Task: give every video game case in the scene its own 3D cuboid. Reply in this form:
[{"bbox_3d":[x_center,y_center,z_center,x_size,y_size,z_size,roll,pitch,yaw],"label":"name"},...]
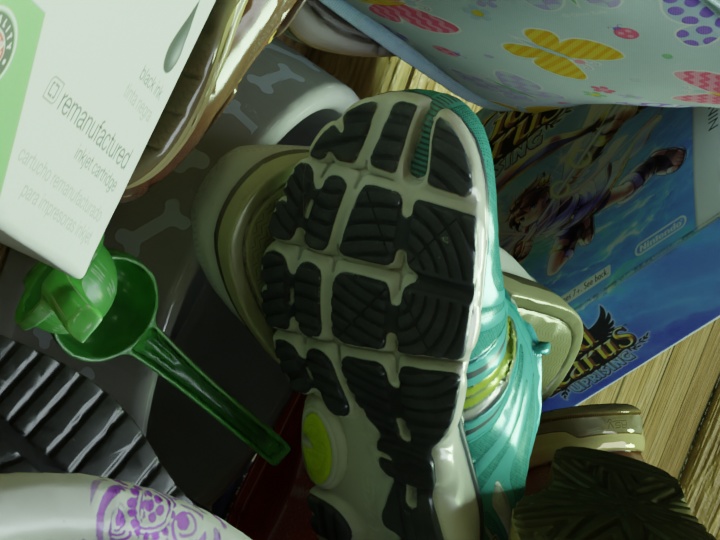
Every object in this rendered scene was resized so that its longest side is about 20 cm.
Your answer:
[{"bbox_3d":[0.100,-0.032,0.894,0.200,0.045,0.181,-36,-151,34],"label":"video game case"}]

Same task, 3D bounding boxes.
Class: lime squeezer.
[{"bbox_3d":[-0.075,0.019,0.633,0.038,0.071,0.200,-33,162,2],"label":"lime squeezer"}]

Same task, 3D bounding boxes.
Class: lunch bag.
[{"bbox_3d":[0.089,-0.121,0.744,0.200,0.169,0.127,33,71,-43],"label":"lunch bag"}]

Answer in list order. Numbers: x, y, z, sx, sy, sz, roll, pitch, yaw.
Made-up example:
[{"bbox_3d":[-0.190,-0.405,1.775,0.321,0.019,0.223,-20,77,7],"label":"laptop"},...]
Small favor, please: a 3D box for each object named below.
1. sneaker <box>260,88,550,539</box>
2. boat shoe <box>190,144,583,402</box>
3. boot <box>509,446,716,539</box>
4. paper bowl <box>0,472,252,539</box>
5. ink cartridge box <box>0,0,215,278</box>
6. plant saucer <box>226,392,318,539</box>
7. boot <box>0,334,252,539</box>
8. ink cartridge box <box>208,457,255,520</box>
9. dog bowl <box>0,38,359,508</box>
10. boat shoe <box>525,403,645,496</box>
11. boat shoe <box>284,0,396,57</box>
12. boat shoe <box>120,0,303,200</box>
[{"bbox_3d":[0.020,0.026,0.677,0.080,0.077,0.200,-40,141,-40],"label":"sneaker"},{"bbox_3d":[0.000,0.000,0.738,0.075,0.068,0.200,-53,144,4],"label":"boat shoe"},{"bbox_3d":[0.067,0.173,0.711,0.175,0.066,0.200,-25,128,-77],"label":"boot"},{"bbox_3d":[-0.097,0.151,0.534,0.104,0.201,0.201,-8,-134,55],"label":"paper bowl"},{"bbox_3d":[-0.078,-0.116,0.507,0.200,0.084,0.146,-65,165,-6],"label":"ink cartridge box"},{"bbox_3d":[-0.027,0.100,0.862,0.200,0.037,0.200,-75,-170,-56],"label":"plant saucer"},{"bbox_3d":[-0.097,0.087,0.688,0.078,0.200,0.138,-54,-161,-15],"label":"boot"},{"bbox_3d":[-0.064,0.183,1.050,0.200,0.041,0.200,-68,164,4],"label":"ink cartridge box"},{"bbox_3d":[-0.061,0.004,0.782,0.200,0.059,0.200,-58,162,-31],"label":"dog bowl"},{"bbox_3d":[0.046,0.113,0.861,0.072,0.068,0.200,-1,160,-33],"label":"boat shoe"},{"bbox_3d":[0.023,-0.132,0.843,0.200,0.065,0.073,-23,116,-42],"label":"boat shoe"},{"bbox_3d":[-0.041,-0.111,0.653,0.200,0.072,0.068,-59,174,-5],"label":"boat shoe"}]
